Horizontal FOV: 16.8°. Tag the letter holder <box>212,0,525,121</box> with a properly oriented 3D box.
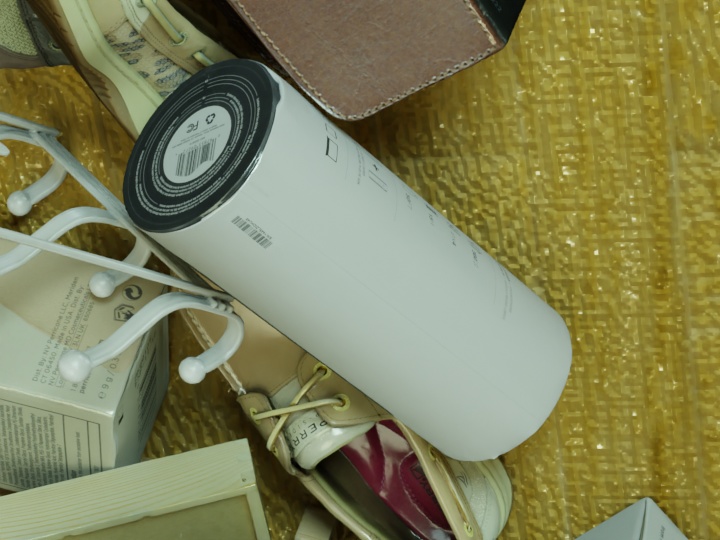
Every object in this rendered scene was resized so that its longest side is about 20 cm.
[{"bbox_3d":[-0.044,-0.157,0.938,0.142,0.101,0.200,-25,111,27],"label":"letter holder"}]

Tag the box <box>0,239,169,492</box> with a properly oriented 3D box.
[{"bbox_3d":[-0.191,0.034,1.082,0.200,0.078,0.095,15,145,5],"label":"box"}]

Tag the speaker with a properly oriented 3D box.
[{"bbox_3d":[0.000,0.000,0.988,0.081,0.081,0.200,-29,134,27],"label":"speaker"}]

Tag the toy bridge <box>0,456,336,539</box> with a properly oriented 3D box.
[{"bbox_3d":[-0.108,0.120,1.157,0.200,0.027,0.067,17,125,4],"label":"toy bridge"}]

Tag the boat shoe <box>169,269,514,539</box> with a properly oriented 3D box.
[{"bbox_3d":[-0.009,0.061,1.074,0.200,0.066,0.074,43,120,-12],"label":"boat shoe"}]

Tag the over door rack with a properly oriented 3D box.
[{"bbox_3d":[-0.149,-0.028,0.963,0.067,0.200,0.148,-51,56,2],"label":"over door rack"}]

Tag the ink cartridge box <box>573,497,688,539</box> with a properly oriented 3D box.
[{"bbox_3d":[0.136,0.227,1.124,0.146,0.083,0.200,-35,106,28],"label":"ink cartridge box"}]

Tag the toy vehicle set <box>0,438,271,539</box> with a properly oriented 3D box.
[{"bbox_3d":[-0.095,0.159,1.112,0.124,0.027,0.200,-13,139,-3],"label":"toy vehicle set"}]

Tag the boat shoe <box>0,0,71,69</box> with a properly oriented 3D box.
[{"bbox_3d":[-0.137,-0.163,0.974,0.066,0.072,0.201,2,133,-2],"label":"boat shoe"}]

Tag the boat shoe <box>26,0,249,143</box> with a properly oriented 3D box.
[{"bbox_3d":[-0.095,-0.111,0.951,0.063,0.200,0.073,-37,65,-4],"label":"boat shoe"}]
